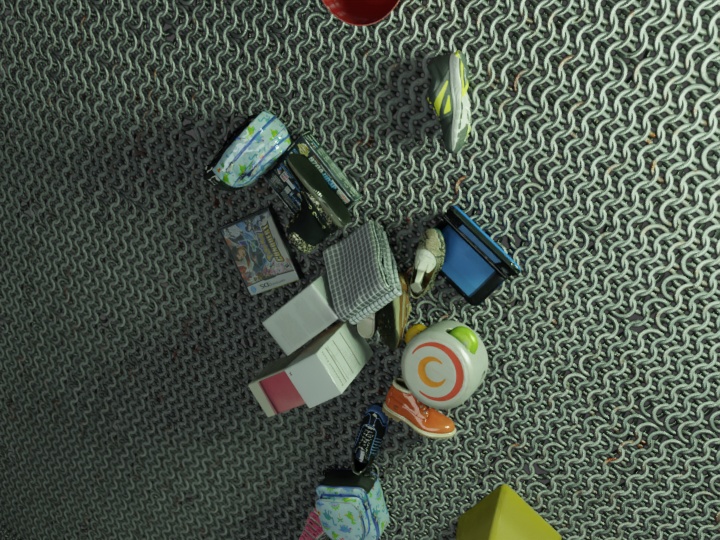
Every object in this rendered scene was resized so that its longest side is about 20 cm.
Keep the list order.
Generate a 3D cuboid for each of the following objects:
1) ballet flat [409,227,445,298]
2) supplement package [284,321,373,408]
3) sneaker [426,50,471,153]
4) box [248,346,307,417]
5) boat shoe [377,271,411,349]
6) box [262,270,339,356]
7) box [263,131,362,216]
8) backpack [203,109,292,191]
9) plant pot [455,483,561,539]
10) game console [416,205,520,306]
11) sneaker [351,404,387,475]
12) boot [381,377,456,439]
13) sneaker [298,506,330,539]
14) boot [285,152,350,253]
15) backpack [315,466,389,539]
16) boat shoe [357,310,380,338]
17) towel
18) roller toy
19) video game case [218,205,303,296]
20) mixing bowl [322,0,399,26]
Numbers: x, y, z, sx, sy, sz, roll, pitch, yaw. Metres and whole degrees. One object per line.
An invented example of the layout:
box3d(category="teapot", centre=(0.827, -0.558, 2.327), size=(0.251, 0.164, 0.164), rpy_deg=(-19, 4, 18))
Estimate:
box3d(category="ballet flat", centre=(0.143, -0.004, 1.487), size=(0.067, 0.075, 0.201), rpy_deg=(28, 144, 15))
box3d(category="supplement package", centre=(-0.074, 0.225, 1.656), size=(0.116, 0.200, 0.118), rpy_deg=(-29, 97, 33))
box3d(category="sneaker", centre=(0.179, -0.343, 1.375), size=(0.084, 0.074, 0.203), rpy_deg=(6, 105, 30))
box3d(category="box", centre=(-0.175, 0.289, 1.776), size=(0.198, 0.128, 0.110), rpy_deg=(-26, 100, 33))
box3d(category="boat shoe", centre=(0.090, 0.094, 1.589), size=(0.075, 0.073, 0.203), rpy_deg=(35, 136, 44))
box3d(category="box", centre=(-0.116, 0.093, 1.649), size=(0.199, 0.152, 0.107), rpy_deg=(-37, 93, 34))
box3d(category="box", centre=(-0.115, -0.200, 1.587), size=(0.159, 0.046, 0.201), rpy_deg=(-40, 91, 33))
box3d(category="backpack", centre=(-0.255, -0.282, 1.568), size=(0.153, 0.163, 0.201), rpy_deg=(32, 115, 0))
box3d(category="plant pot", centre=(0.350, 0.701, 1.664), size=(0.200, 0.176, 0.200), rpy_deg=(42, 123, 3))
box3d(category="game console", centre=(0.227, -0.026, 1.452), size=(0.200, 0.171, 0.118), rpy_deg=(43, 91, 3))
box3d(category="sneaker", centre=(0.020, 0.455, 1.780), size=(0.069, 0.078, 0.203), rpy_deg=(19, 118, 18))
box3d(category="boot", centre=(0.154, 0.343, 1.673), size=(0.198, 0.075, 0.109), rpy_deg=(22, 114, 17))
box3d(category="sneaker", centre=(-0.119, 0.766, 1.991), size=(0.073, 0.087, 0.202), rpy_deg=(33, 101, 29))
box3d(category="boot", centre=(-0.134, -0.150, 1.547), size=(0.153, 0.073, 0.204), rpy_deg=(-38, 93, 35))
box3d(category="backpack", centre=(-0.025, 0.669, 1.854), size=(0.181, 0.147, 0.203), rpy_deg=(-9, 110, 31))
box3d(category="boat shoe", centre=(0.030, 0.065, 1.631), size=(0.066, 0.057, 0.203), rpy_deg=(16, 112, 17))
box3d(category="towel", centre=(0.000, 0.000, 1.536), size=(0.165, 0.085, 0.202), rpy_deg=(-37, 52, 34))
box3d(category="roller toy", centre=(0.196, 0.215, 1.556), size=(0.197, 0.139, 0.186), rpy_deg=(-6, 98, 30))
box3d(category="video game case", centre=(-0.259, -0.046, 1.736), size=(0.179, 0.025, 0.202), rpy_deg=(-17, 103, 31))
box3d(category="mixing bowl", centre=(0.019, -0.591, 1.317), size=(0.197, 0.108, 0.203), rpy_deg=(10, 115, 23))
